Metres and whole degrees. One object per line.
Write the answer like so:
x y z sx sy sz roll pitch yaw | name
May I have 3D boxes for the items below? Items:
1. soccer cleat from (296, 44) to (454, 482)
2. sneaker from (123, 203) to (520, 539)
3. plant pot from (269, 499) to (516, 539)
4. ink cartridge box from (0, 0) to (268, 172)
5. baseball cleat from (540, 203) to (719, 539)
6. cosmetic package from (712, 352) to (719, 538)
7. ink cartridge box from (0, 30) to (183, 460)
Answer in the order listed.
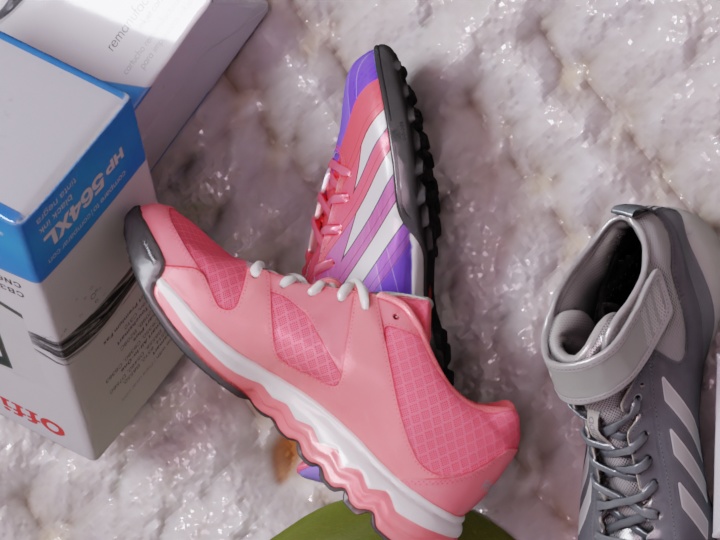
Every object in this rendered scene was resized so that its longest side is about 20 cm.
0.000 0.000 1.309 0.073 0.068 0.200 -4 94 7 | soccer cleat
-0.014 0.030 1.259 0.200 0.074 0.087 43 95 -2 | sneaker
-0.019 0.198 1.257 0.187 0.200 0.187 1 92 22 | plant pot
-0.157 -0.144 1.374 0.200 0.068 0.116 42 106 17 | ink cartridge box
0.108 0.071 1.250 0.070 0.106 0.200 1 87 36 | baseball cleat
0.249 0.077 1.221 0.200 0.051 0.083 2 92 23 | cosmetic package
-0.167 -0.020 1.308 0.146 0.200 0.084 25 62 21 | ink cartridge box
